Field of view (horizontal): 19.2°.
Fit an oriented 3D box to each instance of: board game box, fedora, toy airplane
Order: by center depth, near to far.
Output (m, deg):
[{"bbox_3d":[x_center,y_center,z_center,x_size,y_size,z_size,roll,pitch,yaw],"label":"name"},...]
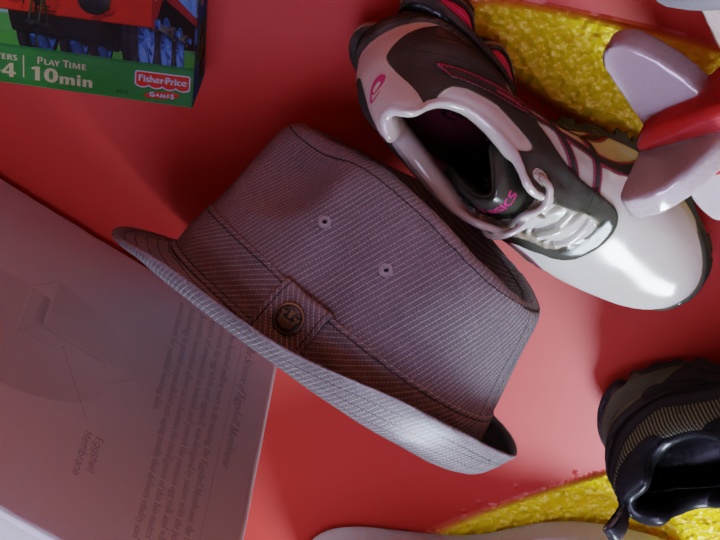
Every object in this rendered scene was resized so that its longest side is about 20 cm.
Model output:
[{"bbox_3d":[0.190,-0.066,0.838,0.200,0.141,0.199,12,127,-3],"label":"toy airplane"},{"bbox_3d":[-0.135,-0.169,0.875,0.151,0.037,0.200,8,125,2],"label":"board game box"},{"bbox_3d":[0.000,0.000,0.917,0.200,0.177,0.090,37,97,29],"label":"fedora"}]

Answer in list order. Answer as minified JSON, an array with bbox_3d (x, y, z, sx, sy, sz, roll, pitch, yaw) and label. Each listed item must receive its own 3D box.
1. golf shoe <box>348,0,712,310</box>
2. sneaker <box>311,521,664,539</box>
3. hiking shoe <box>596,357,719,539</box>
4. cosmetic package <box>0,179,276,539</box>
[{"bbox_3d":[0.072,-0.033,0.919,0.200,0.088,0.077,36,120,-20],"label":"golf shoe"},{"bbox_3d":[0.066,0.186,1.059,0.200,0.116,0.074,-2,123,6],"label":"sneaker"},{"bbox_3d":[0.203,0.071,0.968,0.200,0.101,0.076,-25,120,22],"label":"hiking shoe"},{"bbox_3d":[-0.159,0.080,0.955,0.200,0.199,0.123,31,123,-15],"label":"cosmetic package"}]
